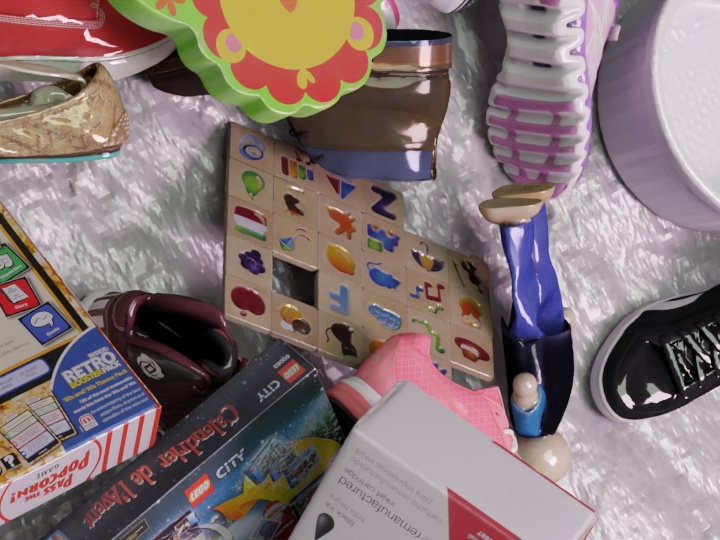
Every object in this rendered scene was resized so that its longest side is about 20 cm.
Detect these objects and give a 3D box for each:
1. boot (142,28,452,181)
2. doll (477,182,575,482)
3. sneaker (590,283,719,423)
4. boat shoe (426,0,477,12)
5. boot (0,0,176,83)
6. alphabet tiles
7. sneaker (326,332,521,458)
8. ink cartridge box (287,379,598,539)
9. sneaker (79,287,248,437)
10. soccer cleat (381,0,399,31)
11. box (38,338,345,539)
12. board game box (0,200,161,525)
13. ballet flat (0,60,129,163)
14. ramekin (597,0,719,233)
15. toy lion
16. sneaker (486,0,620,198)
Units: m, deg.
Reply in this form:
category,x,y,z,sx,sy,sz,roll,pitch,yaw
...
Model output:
category,x,y,z,sx,sy,sz,roll,pitch,yaw
boot,-0.039,-0.101,1.746,0.199,0.075,0.097,-3,103,-2
doll,0.117,0.046,1.804,0.136,0.048,0.201,-42,127,-68
sneaker,0.256,0.038,1.866,0.200,0.112,0.073,-28,95,-28
boat shoe,0.117,-0.238,1.864,0.068,0.072,0.200,43,59,-14
boot,-0.182,-0.187,1.651,0.199,0.145,0.073,-8,48,-28
alphabet tiles,0.000,0.000,1.752,0.199,0.008,0.168,22,43,-23
sneaker,0.074,0.118,1.685,0.200,0.074,0.087,44,74,-12
ink cartridge box,0.025,0.191,1.617,0.147,0.200,0.083,34,29,9
sneaker,-0.084,0.078,1.679,0.200,0.115,0.076,35,68,-19
soccer cleat,-0.060,-0.218,1.772,0.086,0.070,0.200,-41,96,-18
box,-0.093,0.152,1.645,0.200,0.038,0.137,-40,140,-16
board game box,-0.234,0.050,1.591,0.151,0.046,0.200,-26,63,-28
ballet flat,-0.238,-0.092,1.639,0.199,0.070,0.066,-10,107,-21
ramekin,0.261,-0.120,1.902,0.200,0.098,0.201,5,79,-27
toy lion,-0.077,-0.186,1.652,0.199,0.069,0.193,-1,81,-33
sneaker,0.136,-0.148,1.828,0.088,0.080,0.201,-30,126,-47
